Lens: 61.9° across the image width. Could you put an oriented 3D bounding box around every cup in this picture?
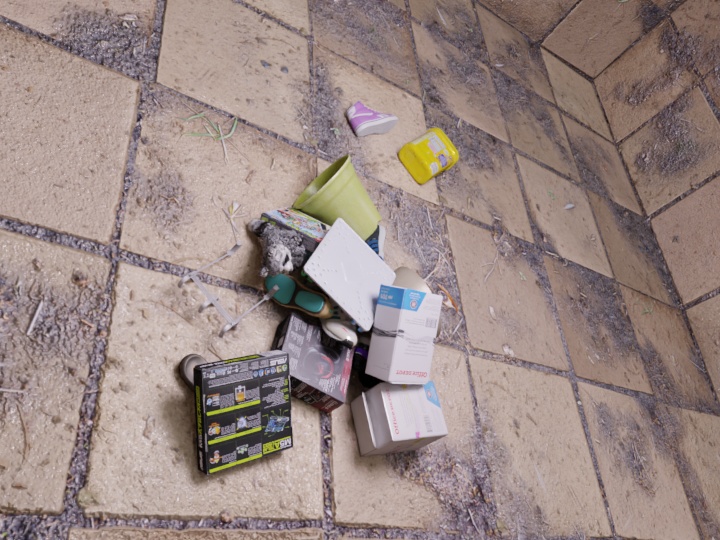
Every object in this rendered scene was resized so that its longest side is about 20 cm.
[{"bbox_3d":[0.089,0.114,1.510,0.141,0.201,0.203,-28,80,-22],"label":"cup"}]

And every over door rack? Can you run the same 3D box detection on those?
[{"bbox_3d":[-0.288,0.043,1.308,0.148,0.066,0.200,49,37,-1],"label":"over door rack"}]

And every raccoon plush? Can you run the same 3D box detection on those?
[{"bbox_3d":[-0.222,-0.046,1.378,0.196,0.099,0.133,19,20,29],"label":"raccoon plush"}]

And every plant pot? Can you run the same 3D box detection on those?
[{"bbox_3d":[-0.047,-0.164,1.577,0.185,0.198,0.202,48,42,-17],"label":"plant pot"}]

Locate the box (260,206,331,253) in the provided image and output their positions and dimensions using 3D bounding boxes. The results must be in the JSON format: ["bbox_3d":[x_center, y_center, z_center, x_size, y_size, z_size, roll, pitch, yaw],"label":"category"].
[{"bbox_3d":[-0.138,-0.097,1.461,0.197,0.035,0.109,26,27,26],"label":"box"}]

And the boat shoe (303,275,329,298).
[{"bbox_3d":[-0.055,0.038,1.501,0.197,0.074,0.075,19,44,-38],"label":"boat shoe"}]

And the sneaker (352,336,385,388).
[{"bbox_3d":[0.039,0.239,1.443,0.200,0.068,0.101,40,66,-44],"label":"sneaker"}]

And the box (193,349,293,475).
[{"bbox_3d":[-0.223,0.268,1.162,0.197,0.047,0.199,-6,97,-42],"label":"box"}]

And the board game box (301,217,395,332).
[{"bbox_3d":[-0.024,0.009,1.365,0.200,0.026,0.201,44,44,-12],"label":"board game box"}]

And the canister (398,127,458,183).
[{"bbox_3d":[0.230,-0.388,2.025,0.150,0.086,0.199,52,44,2],"label":"canister"}]

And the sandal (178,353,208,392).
[{"bbox_3d":[-0.274,0.239,1.189,0.201,0.054,0.082,50,43,-7],"label":"sandal"}]

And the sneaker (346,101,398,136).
[{"bbox_3d":[0.037,-0.507,1.954,0.198,0.073,0.116,-18,71,-45],"label":"sneaker"}]

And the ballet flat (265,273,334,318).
[{"bbox_3d":[-0.140,0.064,1.377,0.198,0.070,0.063,26,-6,36],"label":"ballet flat"}]

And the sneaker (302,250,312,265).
[{"bbox_3d":[-0.135,-0.061,1.494,0.197,0.082,0.075,23,48,-27],"label":"sneaker"}]

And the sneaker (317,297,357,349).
[{"bbox_3d":[-0.042,0.101,1.374,0.069,0.095,0.200,29,7,-22],"label":"sneaker"}]

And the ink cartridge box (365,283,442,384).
[{"bbox_3d":[0.100,0.144,1.352,0.145,0.085,0.206,12,89,-46],"label":"ink cartridge box"}]

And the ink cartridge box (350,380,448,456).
[{"bbox_3d":[0.077,0.337,1.371,0.196,0.125,0.131,7,57,-37],"label":"ink cartridge box"}]

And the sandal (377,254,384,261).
[{"bbox_3d":[0.000,0.000,1.468,0.079,0.088,0.199,41,19,17],"label":"sandal"}]

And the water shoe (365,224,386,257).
[{"bbox_3d":[0.021,-0.049,1.642,0.077,0.072,0.203,16,44,-8],"label":"water shoe"}]

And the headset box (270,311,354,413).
[{"bbox_3d":[-0.104,0.211,1.340,0.197,0.075,0.151,30,46,-21],"label":"headset box"}]
